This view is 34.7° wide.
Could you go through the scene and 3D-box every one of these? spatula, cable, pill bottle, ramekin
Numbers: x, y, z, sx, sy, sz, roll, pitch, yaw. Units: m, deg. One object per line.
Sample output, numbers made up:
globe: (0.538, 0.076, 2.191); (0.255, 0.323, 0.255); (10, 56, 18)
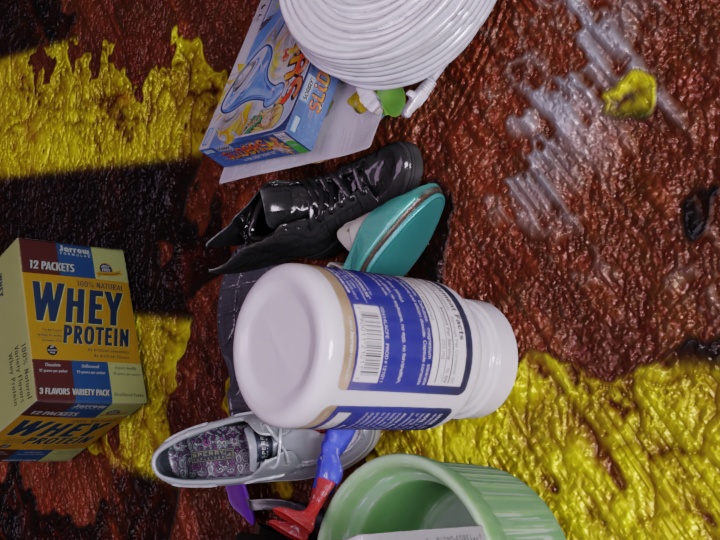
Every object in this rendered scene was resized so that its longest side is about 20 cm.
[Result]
spatula: (-0.072, 0.220, 1.066); (0.200, 0.021, 0.057); (6, 116, 45)
cable: (0.022, -0.248, 0.940); (0.200, 0.069, 0.200); (-49, 60, 8)
pill bottle: (0.017, 0.061, 0.851); (0.116, 0.200, 0.116); (-11, 76, 48)
ramekin: (0.063, 0.235, 0.851); (0.200, 0.098, 0.200); (-9, 78, 48)

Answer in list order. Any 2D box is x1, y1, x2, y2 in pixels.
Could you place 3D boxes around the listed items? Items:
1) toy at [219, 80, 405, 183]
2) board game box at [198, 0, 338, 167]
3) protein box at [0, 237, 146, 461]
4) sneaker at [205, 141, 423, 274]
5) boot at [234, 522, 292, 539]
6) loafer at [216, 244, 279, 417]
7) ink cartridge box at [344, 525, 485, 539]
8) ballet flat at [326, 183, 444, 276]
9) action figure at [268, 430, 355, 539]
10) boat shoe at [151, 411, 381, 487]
toy: (-0.036, -0.134, 1.045); (0.200, 0.047, 0.115); (-10, 55, 47)
board game box: (-0.064, -0.195, 1.053); (0.135, 0.034, 0.200); (-4, 60, 49)
protein box: (-0.368, 0.098, 1.343); (0.200, 0.135, 0.199); (-36, 59, 42)
sneaker: (-0.043, -0.053, 1.008); (0.200, 0.104, 0.060); (-37, 58, 40)
boot: (-0.076, 0.258, 0.955); (0.200, 0.074, 0.075); (95, -162, -79)
loafer: (-0.090, 0.073, 1.083); (0.072, 0.063, 0.200); (-14, 70, 30)
ink cartridge box: (-0.015, 0.226, 0.783); (0.200, 0.109, 0.050); (-36, 59, 41)
ballet flat: (0.000, 0.000, 0.975); (0.070, 0.067, 0.200); (40, 117, 29)
action figure: (-0.012, 0.120, 0.933); (0.052, 0.200, 0.065); (28, 152, 10)
boat shoe: (-0.083, 0.153, 0.986); (0.201, 0.072, 0.070); (-12, 86, 11)
